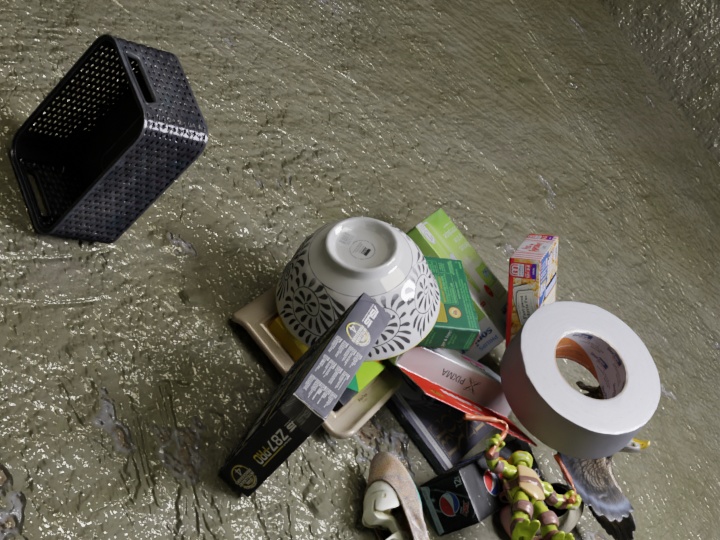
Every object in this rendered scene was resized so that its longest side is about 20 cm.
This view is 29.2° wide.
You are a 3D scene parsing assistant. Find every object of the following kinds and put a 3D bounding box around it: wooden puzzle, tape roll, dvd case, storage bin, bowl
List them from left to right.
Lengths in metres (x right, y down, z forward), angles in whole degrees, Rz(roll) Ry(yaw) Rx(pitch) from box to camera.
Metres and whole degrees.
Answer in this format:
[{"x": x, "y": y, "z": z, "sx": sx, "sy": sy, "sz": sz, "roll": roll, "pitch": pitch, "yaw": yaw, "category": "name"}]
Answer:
[{"x": -0.270, "y": -0.136, "z": 1.475, "sx": 0.093, "sy": 0.200, "sz": 0.136, "roll": 7, "pitch": 49, "yaw": -49, "category": "storage bin"}, {"x": -0.045, "y": 0.094, "z": 1.678, "sx": 0.200, "sy": 0.037, "sz": 0.185, "roll": 47, "pitch": 29, "yaw": 4, "category": "wooden puzzle"}, {"x": 0.000, "y": 0.000, "z": 1.623, "sx": 0.198, "sy": 0.095, "sz": 0.202, "roll": 3, "pitch": 47, "yaw": -3, "category": "bowl"}, {"x": 0.105, "y": 0.175, "z": 1.832, "sx": 0.149, "sy": 0.016, "sz": 0.200, "roll": 54, "pitch": 29, "yaw": 5, "category": "dvd case"}, {"x": 0.283, "y": 0.139, "z": 1.776, "sx": 0.198, "sy": 0.066, "sz": 0.202, "roll": 13, "pitch": 50, "yaw": -16, "category": "tape roll"}]

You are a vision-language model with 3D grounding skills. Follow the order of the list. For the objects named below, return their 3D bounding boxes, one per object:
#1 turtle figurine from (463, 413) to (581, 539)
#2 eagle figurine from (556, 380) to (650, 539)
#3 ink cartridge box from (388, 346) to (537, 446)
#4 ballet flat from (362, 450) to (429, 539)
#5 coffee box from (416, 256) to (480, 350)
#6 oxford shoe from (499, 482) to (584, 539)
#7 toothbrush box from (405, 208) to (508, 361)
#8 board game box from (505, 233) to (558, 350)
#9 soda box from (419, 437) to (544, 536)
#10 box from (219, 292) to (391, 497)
[{"x": 0.195, "y": 0.266, "z": 1.672, "sx": 0.200, "sy": 0.064, "sz": 0.162, "roll": 38, "pitch": 24, "yaw": -26, "category": "turtle figurine"}, {"x": 0.317, "y": 0.250, "z": 1.846, "sx": 0.151, "sy": 0.151, "sz": 0.202, "roll": 18, "pitch": 70, "yaw": -21, "category": "eagle figurine"}, {"x": 0.125, "y": 0.139, "z": 1.763, "sx": 0.199, "sy": 0.044, "sz": 0.173, "roll": 27, "pitch": 5, "yaw": -30, "category": "ink cartridge box"}, {"x": 0.041, "y": 0.293, "z": 1.557, "sx": 0.067, "sy": 0.068, "sz": 0.201, "roll": 5, "pitch": 50, "yaw": -43, "category": "ballet flat"}, {"x": 0.042, "y": 0.034, "z": 1.719, "sx": 0.198, "sy": 0.044, "sz": 0.124, "roll": 5, "pitch": 47, "yaw": -20, "category": "coffee box"}, {"x": 0.260, "y": 0.315, "z": 1.824, "sx": 0.071, "sy": 0.074, "sz": 0.199, "roll": 58, "pitch": 26, "yaw": 16, "category": "oxford shoe"}, {"x": 0.129, "y": 0.024, "z": 1.958, "sx": 0.201, "sy": 0.086, "sz": 0.146, "roll": 53, "pitch": 22, "yaw": 2, "category": "toothbrush box"}, {"x": 0.239, "y": 0.064, "z": 1.923, "sx": 0.151, "sy": 0.046, "sz": 0.202, "roll": -38, "pitch": 130, "yaw": -68, "category": "board game box"}, {"x": 0.155, "y": 0.267, "z": 1.735, "sx": 0.199, "sy": 0.063, "sz": 0.071, "roll": -12, "pitch": 78, "yaw": -59, "category": "soda box"}, {"x": -0.058, "y": 0.130, "z": 1.477, "sx": 0.049, "sy": 0.161, "sz": 0.200, "roll": 39, "pitch": 37, "yaw": -3, "category": "box"}]
